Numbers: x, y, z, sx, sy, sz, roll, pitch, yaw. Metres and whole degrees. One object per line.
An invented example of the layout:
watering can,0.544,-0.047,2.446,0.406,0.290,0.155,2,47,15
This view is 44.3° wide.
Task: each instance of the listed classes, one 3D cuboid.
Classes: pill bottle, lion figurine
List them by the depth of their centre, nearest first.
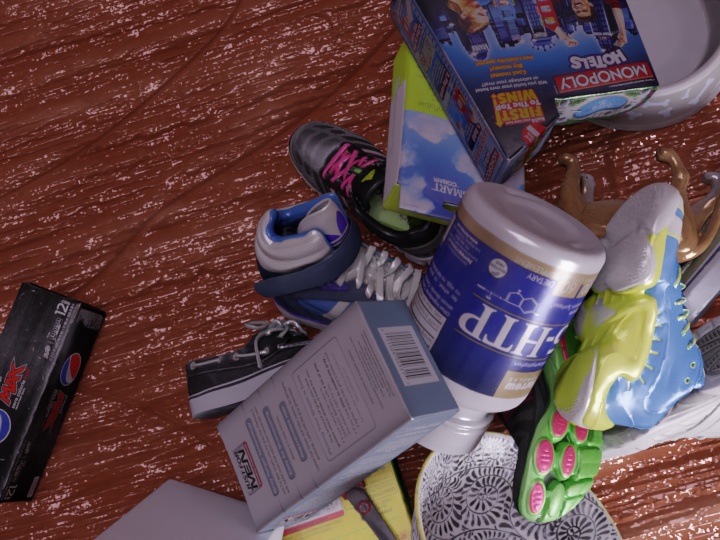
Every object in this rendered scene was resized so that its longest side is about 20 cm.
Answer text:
pill bottle,0.098,0.043,0.709,0.119,0.120,0.201,30,114,14
lion figurine,0.221,-0.035,0.747,0.199,0.072,0.123,-4,64,32

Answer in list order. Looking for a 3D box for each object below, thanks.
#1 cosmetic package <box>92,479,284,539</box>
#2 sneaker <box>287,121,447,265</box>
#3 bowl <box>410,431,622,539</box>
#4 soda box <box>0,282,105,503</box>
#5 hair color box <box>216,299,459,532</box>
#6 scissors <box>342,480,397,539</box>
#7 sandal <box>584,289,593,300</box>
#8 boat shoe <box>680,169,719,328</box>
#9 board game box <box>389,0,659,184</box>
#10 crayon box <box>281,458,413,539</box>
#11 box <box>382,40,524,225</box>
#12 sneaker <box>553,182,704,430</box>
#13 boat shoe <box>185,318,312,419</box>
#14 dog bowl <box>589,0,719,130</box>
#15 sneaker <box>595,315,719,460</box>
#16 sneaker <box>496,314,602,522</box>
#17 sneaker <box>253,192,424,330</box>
cosmetic package,-0.157,0.304,0.699,0.122,0.199,0.201,12,99,11
sneaker,0.008,-0.083,0.837,0.200,0.087,0.074,41,87,15
bowl,0.115,0.242,0.731,0.201,0.200,0.094,41,128,14
soda box,-0.325,0.118,0.861,0.070,0.063,0.201,18,81,13
hair color box,-0.025,0.118,0.703,0.200,0.060,0.099,-42,63,34
scissors,-0.008,0.198,0.769,0.073,0.014,0.201,-24,77,3
sandal,0.207,-0.006,0.812,0.199,0.043,0.076,21,82,13
boat shoe,0.310,-0.030,0.777,0.062,0.072,0.200,33,62,19
board game box,0.144,-0.174,0.773,0.199,0.062,0.201,-8,69,-9
crayon box,-0.009,0.246,0.790,0.126,0.051,0.201,-19,75,5
box,0.087,-0.115,0.802,0.121,0.048,0.201,13,59,-13
sneaker,0.229,0.036,0.699,0.105,0.076,0.201,18,101,-14
boat shoe,-0.079,0.079,0.811,0.199,0.073,0.068,-23,74,31
dog bowl,0.265,-0.238,0.844,0.199,0.059,0.201,-2,79,9
sneaker,0.274,0.122,0.759,0.200,0.099,0.078,-31,36,23
sneaker,0.156,0.122,0.762,0.077,0.084,0.201,28,53,-22
sneaker,0.000,0.000,0.785,0.199,0.147,0.081,12,56,14
